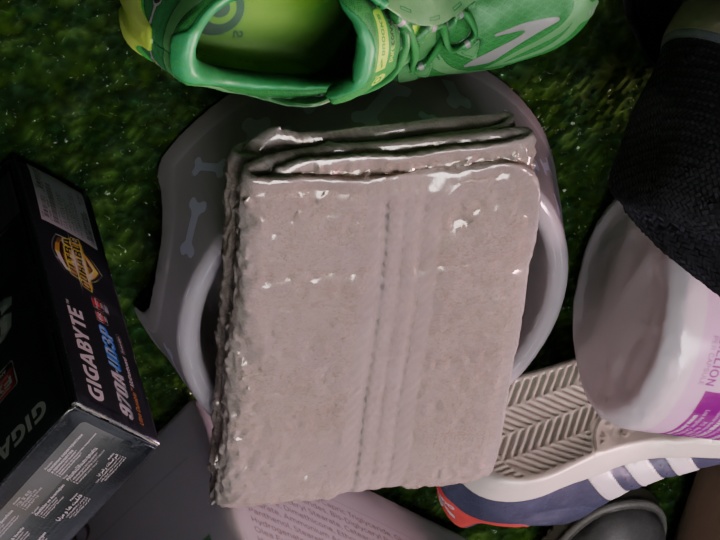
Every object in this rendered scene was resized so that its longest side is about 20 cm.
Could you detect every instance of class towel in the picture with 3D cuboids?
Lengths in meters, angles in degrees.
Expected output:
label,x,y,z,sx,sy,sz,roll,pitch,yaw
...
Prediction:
label,x,y,z,sx,sy,sz,roll,pitch,yaw
towel,0.003,0.019,1.118,0.132,0.035,0.201,-5,131,-15

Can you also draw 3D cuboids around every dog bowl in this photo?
label,x,y,z,sx,sy,sz,roll,pitch,yaw
dog bowl,0.000,0.000,1.163,0.199,0.059,0.201,-11,132,-12

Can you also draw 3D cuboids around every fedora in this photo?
label,x,y,z,sx,sy,sz,roll,pitch,yaw
fedora,0.168,-0.038,1.086,0.092,0.200,0.201,-53,132,-10

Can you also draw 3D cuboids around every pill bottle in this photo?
label,x,y,z,sx,sy,sz,roll,pitch,yaw
pill bottle,0.207,0.026,1.214,0.199,0.112,0.113,7,127,-20

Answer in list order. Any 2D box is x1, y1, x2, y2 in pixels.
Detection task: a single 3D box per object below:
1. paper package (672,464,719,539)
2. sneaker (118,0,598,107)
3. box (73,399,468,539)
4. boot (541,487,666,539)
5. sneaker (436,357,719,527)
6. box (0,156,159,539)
label,x,y,z,sx,sy,sz,roll,pitch,yaw
paper package,0.226,0.203,1.328,0.103,0.191,0.201,-3,131,-20
sneaker,0.006,-0.095,1.062,0.199,0.084,0.074,-7,124,-15
box,-0.054,0.209,1.244,0.200,0.172,0.199,31,114,-36
boot,0.140,0.234,1.316,0.072,0.200,0.182,-2,130,-19
sneaker,0.124,0.077,1.275,0.199,0.075,0.085,-9,153,-21
box,-0.172,0.075,1.095,0.046,0.159,0.200,28,116,-35
